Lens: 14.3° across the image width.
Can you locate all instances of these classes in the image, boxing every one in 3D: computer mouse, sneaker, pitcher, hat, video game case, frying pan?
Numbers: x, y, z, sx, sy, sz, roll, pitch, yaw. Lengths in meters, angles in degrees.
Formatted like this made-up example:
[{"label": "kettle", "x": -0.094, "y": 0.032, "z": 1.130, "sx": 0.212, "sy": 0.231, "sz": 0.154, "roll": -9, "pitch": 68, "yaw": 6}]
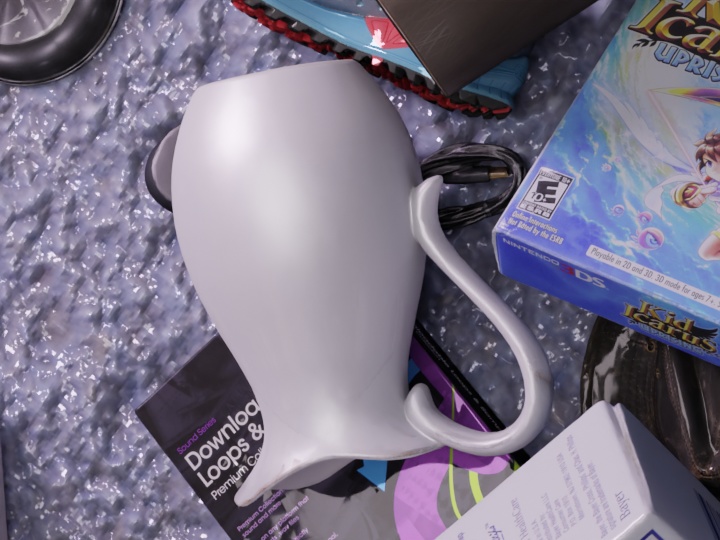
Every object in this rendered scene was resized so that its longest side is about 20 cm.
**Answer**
[{"label": "computer mouse", "x": -0.013, "y": -0.047, "z": 1.456, "sx": 0.199, "sy": 0.034, "sz": 0.059, "roll": 5, "pitch": 77, "yaw": 13}, {"label": "sneaker", "x": 0.003, "y": -0.152, "z": 1.437, "sx": 0.199, "sy": 0.079, "sz": 0.096, "roll": 26, "pitch": 86, "yaw": 9}, {"label": "pitcher", "x": 0.000, "y": 0.000, "z": 1.365, "sx": 0.171, "sy": 0.121, "sz": 0.201, "roll": -11, "pitch": 90, "yaw": 22}, {"label": "hat", "x": 0.186, "y": 0.053, "z": 1.353, "sx": 0.200, "sy": 0.081, "sz": 0.202, "roll": -1, "pitch": 88, "yaw": 18}, {"label": "video game case", "x": 0.191, "y": -0.043, "z": 1.326, "sx": 0.199, "sy": 0.046, "sz": 0.182, "roll": 23, "pitch": 64, "yaw": 21}, {"label": "frying pan", "x": -0.171, "y": -0.193, "z": 1.515, "sx": 0.114, "sy": 0.031, "sz": 0.191, "roll": 14, "pitch": 95, "yaw": 17}]

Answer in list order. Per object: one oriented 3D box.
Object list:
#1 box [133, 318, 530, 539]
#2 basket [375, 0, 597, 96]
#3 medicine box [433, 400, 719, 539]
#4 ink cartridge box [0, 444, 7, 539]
[{"label": "box", "x": -0.003, "y": 0.100, "z": 1.439, "sx": 0.143, "sy": 0.036, "sz": 0.200, "roll": -43, "pitch": 74, "yaw": 12}, {"label": "basket", "x": 0.088, "y": -0.184, "z": 1.328, "sx": 0.200, "sy": 0.180, "sz": 0.136, "roll": -36, "pitch": 81, "yaw": 4}, {"label": "medicine box", "x": 0.104, "y": 0.197, "z": 1.318, "sx": 0.200, "sy": 0.103, "sz": 0.182, "roll": -40, "pitch": 116, "yaw": 13}, {"label": "ink cartridge box", "x": -0.261, "y": 0.175, "z": 1.497, "sx": 0.145, "sy": 0.084, "sz": 0.201, "roll": -5, "pitch": 86, "yaw": 18}]
